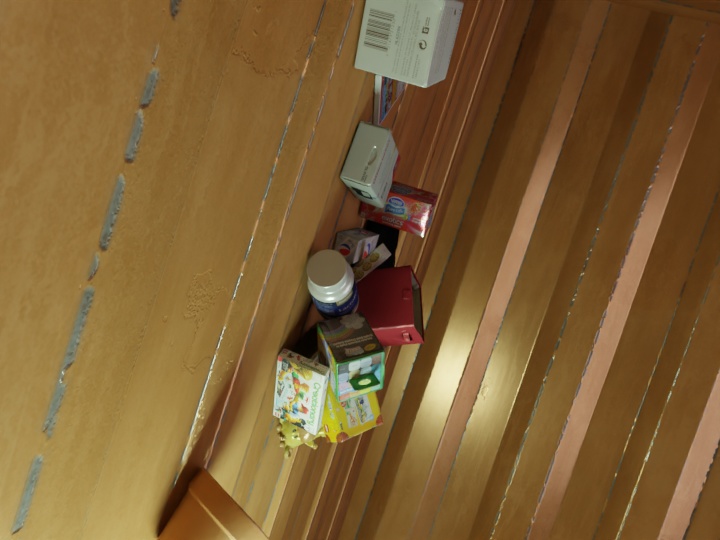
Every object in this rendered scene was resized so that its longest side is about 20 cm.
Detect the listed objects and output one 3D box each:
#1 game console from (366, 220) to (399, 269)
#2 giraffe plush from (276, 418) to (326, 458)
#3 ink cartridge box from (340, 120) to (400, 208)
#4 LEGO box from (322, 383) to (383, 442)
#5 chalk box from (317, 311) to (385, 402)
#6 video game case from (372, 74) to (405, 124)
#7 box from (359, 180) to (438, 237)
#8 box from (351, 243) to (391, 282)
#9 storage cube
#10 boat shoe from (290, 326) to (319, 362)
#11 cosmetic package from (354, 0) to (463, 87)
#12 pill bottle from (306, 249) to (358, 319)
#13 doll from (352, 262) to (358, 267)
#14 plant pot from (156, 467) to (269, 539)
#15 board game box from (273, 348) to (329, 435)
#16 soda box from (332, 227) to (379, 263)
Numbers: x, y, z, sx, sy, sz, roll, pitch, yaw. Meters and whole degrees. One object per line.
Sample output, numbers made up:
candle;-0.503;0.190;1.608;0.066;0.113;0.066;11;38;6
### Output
game console;0.057;-0.053;1.663;0.115;0.173;0.205;-15;-118;53
giraffe plush;-0.152;0.413;1.446;0.199;0.174;0.161;-39;165;21
ink cartridge box;0.029;-0.259;1.331;0.200;0.081;0.149;34;76;-76
LEGO box;-0.038;0.331;1.419;0.147;0.077;0.205;-10;83;-39
chalk box;-0.017;0.216;1.261;0.201;0.122;0.126;-122;-153;-50
video game case;0.079;-0.483;1.366;0.144;0.017;0.202;92;21;-51
box;0.107;-0.182;1.495;0.096;0.196;0.102;-50;156;-58
box;0.000;0.000;1.429;0.199;0.042;0.039;-38;-179;36
storage cube;0.079;0.108;1.518;0.171;0.176;0.204;53;33;-62
boat shoe;-0.125;0.208;1.391;0.199;0.073;0.068;-32;144;-54
cosmetic package;0.106;-0.503;1.137;0.200;0.163;0.170;-49;154;-59
pill bottle;-0.067;0.037;1.284;0.201;0.114;0.117;78;35;-64
doll;-0.021;0.033;1.594;0.137;0.048;0.203;84;28;-62
plant pot;-0.271;0.482;0.966;0.140;0.199;0.202;-42;154;-26
board game box;-0.146;0.295;1.294;0.035;0.124;0.203;-49;154;-54
soda box;-0.011;-0.071;1.459;0.200;0.067;0.065;-27;135;-72
